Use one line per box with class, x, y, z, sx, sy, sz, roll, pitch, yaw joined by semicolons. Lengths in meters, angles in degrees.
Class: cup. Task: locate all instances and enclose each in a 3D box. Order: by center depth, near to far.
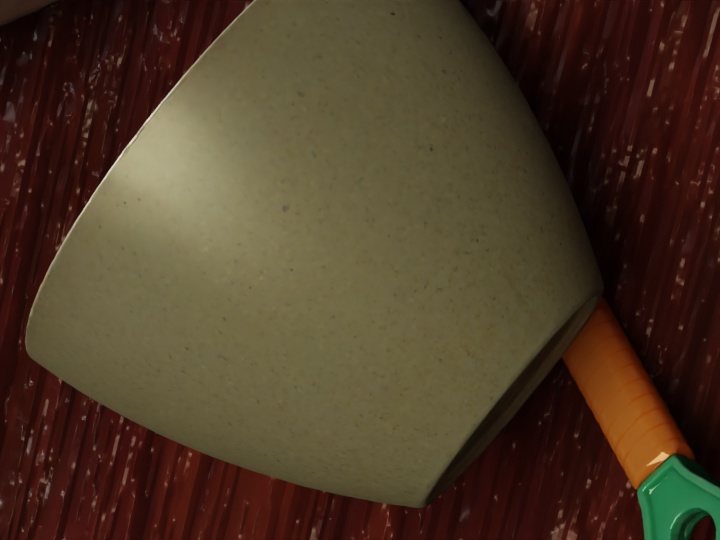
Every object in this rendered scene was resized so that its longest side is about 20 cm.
cup;0.000;0.000;0.996;0.143;0.200;0.201;40;110;8

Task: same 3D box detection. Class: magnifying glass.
magnifying glass;0.114;0.087;0.979;0.080;0.022;0.201;-47;46;23

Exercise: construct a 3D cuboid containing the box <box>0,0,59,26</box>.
box;-0.140;-0.149;1.096;0.199;0.075;0.101;-21;98;21
